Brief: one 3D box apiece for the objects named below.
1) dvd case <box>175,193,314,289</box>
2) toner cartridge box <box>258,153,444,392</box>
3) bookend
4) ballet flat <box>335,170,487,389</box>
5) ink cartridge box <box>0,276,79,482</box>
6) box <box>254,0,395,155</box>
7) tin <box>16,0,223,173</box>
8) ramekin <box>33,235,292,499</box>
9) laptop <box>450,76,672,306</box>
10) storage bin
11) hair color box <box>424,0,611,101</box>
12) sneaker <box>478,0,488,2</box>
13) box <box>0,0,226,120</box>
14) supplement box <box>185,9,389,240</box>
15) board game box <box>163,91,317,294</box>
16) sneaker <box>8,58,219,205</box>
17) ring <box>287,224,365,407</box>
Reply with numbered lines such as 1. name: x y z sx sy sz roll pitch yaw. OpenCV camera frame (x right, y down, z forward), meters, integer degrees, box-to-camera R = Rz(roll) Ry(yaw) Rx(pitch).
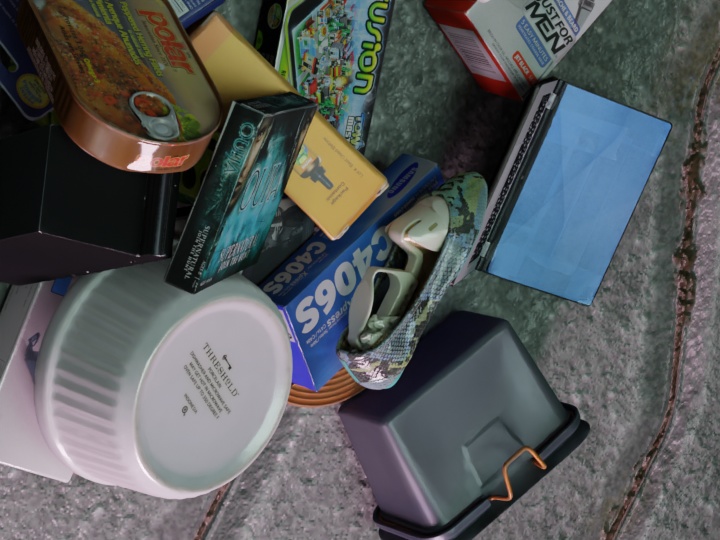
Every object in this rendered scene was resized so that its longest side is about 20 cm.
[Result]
1. dvd case: -0.118 0.019 1.658 0.200 0.025 0.151 -12 114 -43
2. toner cartridge box: 0.000 0.000 1.728 0.200 0.043 0.095 -44 134 -29
3. bookend: -0.263 -0.060 1.444 0.200 0.199 0.092 14 75 -38
4. ballet flat: 0.039 -0.001 1.688 0.074 0.074 0.200 33 77 -39
5. ink cartridge box: -0.206 0.068 1.638 0.176 0.045 0.200 22 90 -39
6. box: -0.033 -0.178 1.696 0.110 0.035 0.200 3 102 -38
7. tin: -0.167 -0.142 1.436 0.112 0.200 0.042 -4 137 -29
8. ramekin: -0.139 0.080 1.572 0.202 0.094 0.203 -20 121 -39
9. laptop: 0.177 -0.061 1.821 0.200 0.116 0.188 -31 145 -76
10. storage bin: 0.086 0.136 1.831 0.200 0.145 0.134 -39 114 -22
11. hair color box: 0.160 -0.257 1.800 0.200 0.064 0.111 -50 127 -15
12. sneaker: 0.086 -0.325 1.703 0.099 0.078 0.200 14 74 -15
13. box: -0.200 -0.203 1.526 0.200 0.032 0.121 -37 89 -23
14. supplement box: -0.072 -0.116 1.627 0.067 0.069 0.200 -46 108 -1
15. board game box: -0.083 -0.060 1.501 0.200 0.028 0.135 -37 150 -78
16. sneaker: -0.184 -0.099 1.577 0.200 0.084 0.074 32 65 -19
17. ring: -0.028 0.019 1.774 0.200 0.019 0.201 -12 111 -35
